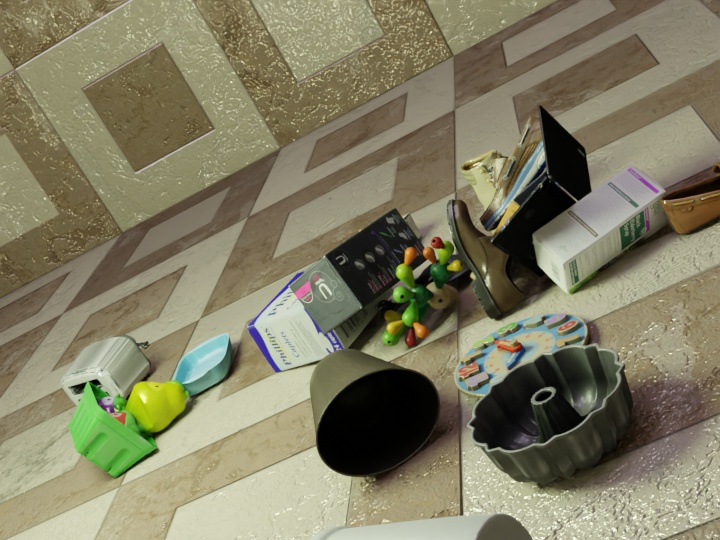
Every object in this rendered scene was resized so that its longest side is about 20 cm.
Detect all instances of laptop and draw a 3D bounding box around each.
[{"bbox_3d":[0.276,-0.117,1.677,0.200,0.177,0.103,-50,52,10],"label":"laptop"}]

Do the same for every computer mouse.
[{"bbox_3d":[0.110,0.020,1.874,0.199,0.046,0.140,-28,0,10],"label":"computer mouse"}]

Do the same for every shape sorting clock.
[{"bbox_3d":[0.222,0.114,1.525,0.199,0.039,0.200,-28,19,10],"label":"shape sorting clock"}]

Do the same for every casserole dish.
[{"bbox_3d":[-0.304,0.188,2.150,0.121,0.039,0.200,-29,15,6],"label":"casserole dish"}]

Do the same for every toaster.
[{"bbox_3d":[-0.540,0.221,2.328,0.199,0.114,0.129,-16,27,33],"label":"toaster"}]

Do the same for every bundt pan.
[{"bbox_3d":[0.232,0.176,1.289,0.201,0.076,0.202,-28,18,10],"label":"bundt pan"}]

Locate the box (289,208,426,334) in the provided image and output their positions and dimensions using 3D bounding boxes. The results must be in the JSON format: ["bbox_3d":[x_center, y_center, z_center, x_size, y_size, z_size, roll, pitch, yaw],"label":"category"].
[{"bbox_3d":[0.000,0.000,1.824,0.200,0.106,0.122,-36,-2,-43],"label":"box"}]

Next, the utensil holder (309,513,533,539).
[{"bbox_3d":[0.058,0.321,1.043,0.199,0.170,0.170,-17,23,34],"label":"utensil holder"}]

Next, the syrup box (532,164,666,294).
[{"bbox_3d":[0.364,-0.063,1.654,0.200,0.079,0.081,-34,52,-10],"label":"syrup box"}]

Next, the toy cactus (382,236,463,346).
[{"bbox_3d":[0.114,0.040,1.765,0.102,0.201,0.165,28,13,32],"label":"toy cactus"}]

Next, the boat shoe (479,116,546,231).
[{"bbox_3d":[0.246,-0.156,1.756,0.200,0.072,0.072,-55,-15,14],"label":"boat shoe"}]

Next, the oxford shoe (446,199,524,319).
[{"bbox_3d":[0.198,-0.030,1.719,0.084,0.201,0.073,-29,-12,14],"label":"oxford shoe"}]

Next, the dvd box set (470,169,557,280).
[{"bbox_3d":[0.260,-0.077,1.784,0.146,0.029,0.200,-39,-17,-36],"label":"dvd box set"}]

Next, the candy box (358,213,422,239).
[{"bbox_3d":[0.021,-0.025,2.164,0.136,0.061,0.200,-18,22,37],"label":"candy box"}]

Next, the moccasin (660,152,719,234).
[{"bbox_3d":[0.538,-0.130,1.601,0.201,0.078,0.074,-25,19,16],"label":"moccasin"}]

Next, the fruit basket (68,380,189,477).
[{"bbox_3d":[-0.426,0.261,2.017,0.215,0.155,0.216,-41,23,21],"label":"fruit basket"}]

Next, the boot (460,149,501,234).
[{"bbox_3d":[0.266,-0.136,1.915,0.073,0.156,0.200,-38,19,-21],"label":"boot"}]

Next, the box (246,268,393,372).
[{"bbox_3d":[-0.073,0.072,1.970,0.200,0.105,0.184,-21,20,44],"label":"box"}]

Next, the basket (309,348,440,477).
[{"bbox_3d":[0.000,0.187,1.545,0.180,0.136,0.200,-30,14,-9],"label":"basket"}]
